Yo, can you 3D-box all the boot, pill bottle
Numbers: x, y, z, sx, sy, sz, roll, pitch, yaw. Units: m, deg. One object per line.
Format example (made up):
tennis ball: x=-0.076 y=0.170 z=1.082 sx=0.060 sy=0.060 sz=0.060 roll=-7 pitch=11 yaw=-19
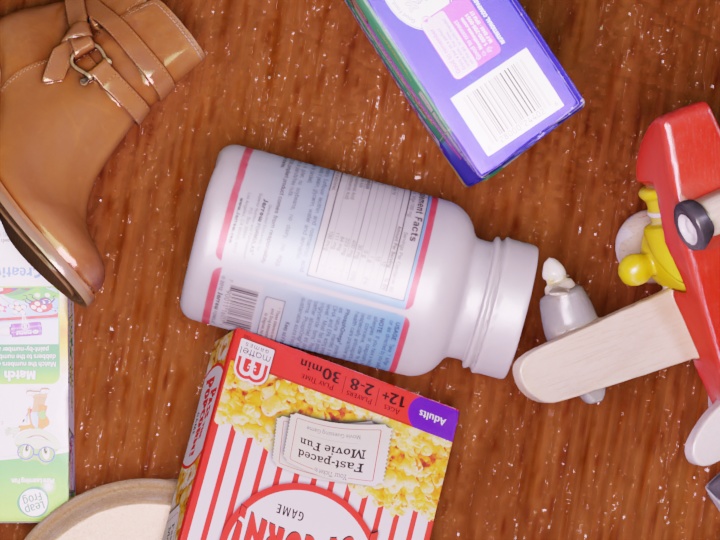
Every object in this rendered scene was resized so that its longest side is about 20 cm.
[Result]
boot: x=-0.157 y=-0.087 z=1.710 sx=0.154 sy=0.074 sz=0.200 roll=-29 pitch=64 yaw=-9
pill bottle: x=0.000 y=0.000 z=1.724 sx=0.199 sy=0.109 sz=0.109 roll=15 pitch=90 yaw=-1

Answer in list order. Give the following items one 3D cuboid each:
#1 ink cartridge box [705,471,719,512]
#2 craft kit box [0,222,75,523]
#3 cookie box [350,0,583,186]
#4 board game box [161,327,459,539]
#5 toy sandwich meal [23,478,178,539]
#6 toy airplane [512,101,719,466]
ink cartridge box: x=0.334 y=0.125 z=1.703 sx=0.198 sy=0.200 sz=0.047 roll=-43 pitch=135 yaw=-1
craft kit box: x=-0.272 y=0.054 z=1.754 sx=0.199 sy=0.049 sz=0.199 roll=0 pitch=88 yaw=-1
cookie box: x=0.048 y=-0.139 z=1.671 sx=0.075 sy=0.200 sz=0.172 roll=-34 pitch=90 yaw=1
board game box: x=-0.037 y=0.154 z=1.706 sx=0.151 sy=0.046 sz=0.201 roll=20 pitch=70 yaw=-17
toy sandwich meal: x=-0.128 y=0.225 z=1.746 sx=0.204 sy=0.070 sz=0.206 roll=0 pitch=88 yaw=-4
toy airplane: x=0.203 y=0.013 z=1.723 sx=0.200 sy=0.141 sz=0.200 roll=24 pitch=98 yaw=-34
